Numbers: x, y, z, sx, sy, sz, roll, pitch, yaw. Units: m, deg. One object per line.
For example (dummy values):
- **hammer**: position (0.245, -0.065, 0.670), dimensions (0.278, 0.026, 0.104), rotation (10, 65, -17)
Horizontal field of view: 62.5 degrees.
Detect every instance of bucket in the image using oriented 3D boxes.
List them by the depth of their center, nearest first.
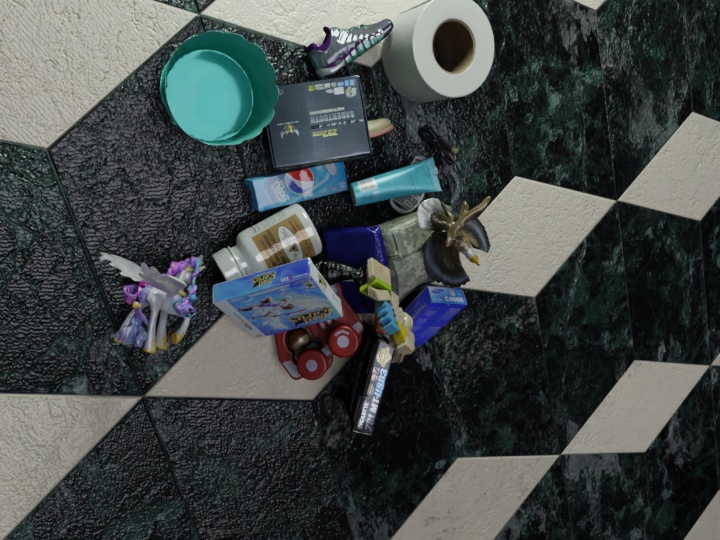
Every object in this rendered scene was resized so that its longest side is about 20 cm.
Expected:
- **bucket**: position (-0.265, -0.327, 1.088), dimensions (0.206, 0.135, 0.209), rotation (-5, 102, -25)

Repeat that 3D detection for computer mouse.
- **computer mouse**: position (0.133, -0.219, 1.347), dimensions (0.109, 0.044, 0.201), rotation (36, 88, -3)

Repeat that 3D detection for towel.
- **towel**: position (0.000, 0.000, 1.284), dimensions (0.050, 0.147, 0.202), rotation (-38, 123, -52)

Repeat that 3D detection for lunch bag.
- **lunch bag**: position (0.120, -0.039, 1.325), dimensions (0.199, 0.139, 0.169), rotation (-23, 102, -21)

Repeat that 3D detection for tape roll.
- **tape roll**: position (0.163, -0.467, 1.266), dimensions (0.201, 0.139, 0.205), rotation (-5, 101, -24)

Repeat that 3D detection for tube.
- **tube**: position (0.076, -0.189, 1.302), dimensions (0.198, 0.050, 0.078), rotation (-15, 93, -8)

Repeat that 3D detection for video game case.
- **video game case**: position (-0.157, 0.061, 1.165), dimensions (0.198, 0.046, 0.181), rotation (-16, 149, 11)

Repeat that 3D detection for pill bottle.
- **pill bottle**: position (-0.187, -0.040, 1.191), dimensions (0.199, 0.114, 0.115), rotation (-30, 111, -12)

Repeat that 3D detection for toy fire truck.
- **toy fire truck**: position (-0.096, 0.130, 1.275), dimensions (0.199, 0.112, 0.168), rotation (-36, 87, 5)

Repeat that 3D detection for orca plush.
- **orca plush**: position (-0.093, 0.014, 1.220), dimensions (0.198, 0.071, 0.106), rotation (8, 75, 15)

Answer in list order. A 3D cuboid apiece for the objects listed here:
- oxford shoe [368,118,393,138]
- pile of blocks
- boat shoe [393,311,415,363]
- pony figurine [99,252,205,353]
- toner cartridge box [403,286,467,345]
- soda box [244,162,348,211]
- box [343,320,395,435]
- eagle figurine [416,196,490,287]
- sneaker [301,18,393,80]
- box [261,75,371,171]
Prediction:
- **oxford shoe**: position (-0.023, -0.308, 1.246), dimensions (0.199, 0.070, 0.075), rotation (-14, 103, -23)
- **pile of blocks**: position (0.039, 0.078, 1.177), dimensions (0.082, 0.062, 0.201), rotation (7, 57, -53)
- **boat shoe**: position (0.090, 0.152, 1.308), dimensions (0.064, 0.200, 0.073), rotation (11, 56, -6)
- **pony figurine**: position (-0.384, 0.048, 1.113), dimensions (0.193, 0.166, 0.201), rotation (24, 85, -59)
- **toner cartridge box**: position (0.146, 0.107, 1.348), dimensions (0.094, 0.200, 0.043), rotation (4, 56, -27)
- **soda box**: position (-0.130, -0.176, 1.220), dimensions (0.199, 0.068, 0.065), rotation (-17, 107, -22)
- **box**: position (0.016, 0.226, 1.293), dimensions (0.049, 0.199, 0.202), rotation (13, 95, -8)
- **eagle figurine**: position (0.199, -0.060, 1.227), dimensions (0.150, 0.200, 0.152), rotation (-7, 75, 8)
- **sneaker**: position (-0.023, -0.478, 1.214), dimensions (0.200, 0.074, 0.088), rotation (-39, 109, -13)
- **box**: position (-0.087, -0.291, 1.178), dimensions (0.198, 0.051, 0.159), rotation (-9, 90, -4)
